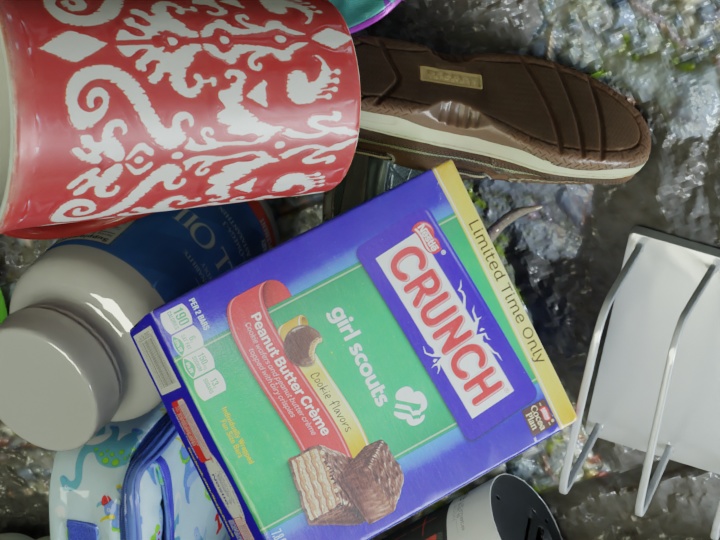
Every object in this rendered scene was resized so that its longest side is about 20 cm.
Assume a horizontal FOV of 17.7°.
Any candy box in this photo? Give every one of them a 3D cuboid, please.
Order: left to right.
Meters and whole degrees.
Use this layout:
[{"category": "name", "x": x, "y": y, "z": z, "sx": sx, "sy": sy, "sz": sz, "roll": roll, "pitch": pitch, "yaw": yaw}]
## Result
[{"category": "candy box", "x": -0.003, "y": 0.059, "z": 1.308, "sx": 0.170, "sy": 0.199, "sz": 0.077, "roll": 63, "pitch": 160, "yaw": 0}]

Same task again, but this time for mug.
[{"category": "mug", "x": -0.120, "y": -0.091, "z": 1.268, "sx": 0.177, "sy": 0.199, "sz": 0.134, "roll": 173, "pitch": 92, "yaw": -66}]

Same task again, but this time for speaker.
[{"category": "speaker", "x": 0.034, "y": 0.207, "z": 1.490, "sx": 0.200, "sy": 0.081, "sz": 0.081, "roll": -32, "pitch": 98, "yaw": 28}]

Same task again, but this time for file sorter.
[{"category": "file sorter", "x": 0.227, "y": 0.083, "z": 1.347, "sx": 0.199, "sy": 0.125, "sz": 0.140, "roll": 17, "pitch": 115, "yaw": 14}]

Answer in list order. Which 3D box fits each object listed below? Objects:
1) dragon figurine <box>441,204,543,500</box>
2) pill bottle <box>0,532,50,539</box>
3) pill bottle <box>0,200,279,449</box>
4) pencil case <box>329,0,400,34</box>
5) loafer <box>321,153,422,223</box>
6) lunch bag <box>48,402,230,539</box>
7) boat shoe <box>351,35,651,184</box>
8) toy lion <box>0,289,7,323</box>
[{"category": "dragon figurine", "x": 0.061, "y": 0.045, "z": 1.428, "sx": 0.059, "sy": 0.099, "sz": 0.201, "roll": 19, "pitch": 98, "yaw": 12}, {"category": "pill bottle", "x": -0.268, "y": 0.242, "z": 1.600, "sx": 0.199, "sy": 0.110, "sz": 0.110, "roll": -15, "pitch": 105, "yaw": 25}, {"category": "pill bottle", "x": -0.140, "y": 0.020, "z": 1.395, "sx": 0.112, "sy": 0.200, "sz": 0.113, "roll": 16, "pitch": 128, "yaw": 21}, {"category": "pencil case", "x": -0.038, "y": -0.235, "z": 1.339, "sx": 0.092, "sy": 0.085, "sz": 0.201, "roll": -25, "pitch": 99, "yaw": 8}, {"category": "loafer", "x": 0.000, "y": 0.000, "z": 1.438, "sx": 0.063, "sy": 0.072, "sz": 0.201, "roll": 20, "pitch": 110, "yaw": 33}, {"category": "lunch bag", "x": -0.142, "y": 0.181, "z": 1.500, "sx": 0.082, "sy": 0.161, "sz": 0.201, "roll": 7, "pitch": 112, "yaw": 17}, {"category": "boat shoe", "x": 0.067, "y": -0.085, "z": 1.359, "sx": 0.201, "sy": 0.075, "sz": 0.075, "roll": 15, "pitch": 145, "yaw": -9}, {"category": "toy lion", "x": -0.328, "y": 0.054, "z": 1.580, "sx": 0.199, "sy": 0.069, "sz": 0.193, "roll": -2, "pitch": 117, "yaw": 21}]
